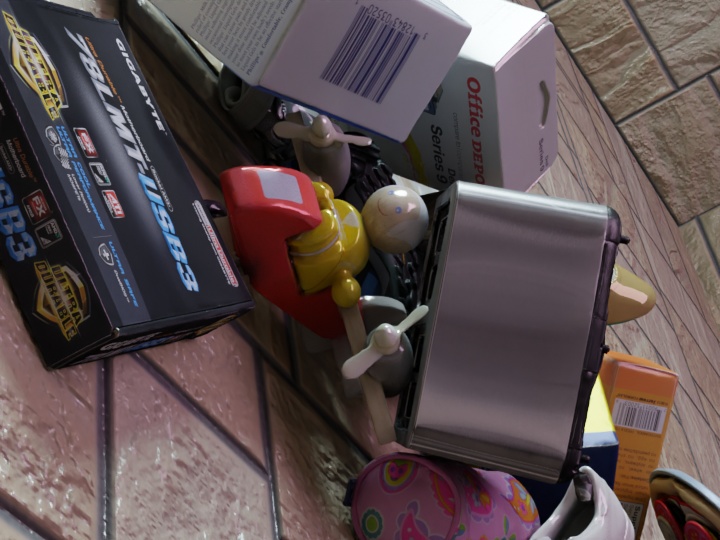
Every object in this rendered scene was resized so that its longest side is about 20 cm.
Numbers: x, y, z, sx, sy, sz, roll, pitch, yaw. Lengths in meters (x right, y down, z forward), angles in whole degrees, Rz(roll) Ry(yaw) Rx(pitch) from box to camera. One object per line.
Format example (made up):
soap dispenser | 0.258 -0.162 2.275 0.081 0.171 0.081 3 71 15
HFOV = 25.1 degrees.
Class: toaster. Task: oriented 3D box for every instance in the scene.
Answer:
toaster | 0.096 0.044 1.068 0.200 0.117 0.183 144 -44 -86

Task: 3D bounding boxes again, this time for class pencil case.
pencil case | 0.061 0.175 1.126 0.200 0.087 0.088 23 41 -65

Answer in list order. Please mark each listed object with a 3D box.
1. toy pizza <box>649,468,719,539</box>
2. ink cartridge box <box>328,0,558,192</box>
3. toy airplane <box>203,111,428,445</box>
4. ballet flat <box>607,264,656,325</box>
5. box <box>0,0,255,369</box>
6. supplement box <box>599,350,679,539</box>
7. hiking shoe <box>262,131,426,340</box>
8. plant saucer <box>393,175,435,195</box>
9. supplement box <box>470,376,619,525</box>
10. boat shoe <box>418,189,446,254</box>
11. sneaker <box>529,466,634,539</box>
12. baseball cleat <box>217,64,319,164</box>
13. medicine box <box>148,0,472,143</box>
toy pizza | 0.294 0.247 1.307 0.201 0.032 0.200 52 -11 14
ink cartridge box | 0.052 -0.150 1.285 0.088 0.198 0.146 -46 144 -33
toy airplane | -0.011 -0.003 1.073 0.201 0.140 0.199 59 16 -10
ballet flat | 0.147 0.008 1.330 0.069 0.197 0.064 -90 180 -50
box | -0.150 -0.052 0.894 0.202 0.049 0.198 65 17 5
supplement box | 0.213 0.175 1.398 0.068 0.202 0.067 13 5 -16
hiking shoe | 0.000 0.000 1.204 0.074 0.086 0.202 -25 97 -61
plant saucer | 0.028 -0.061 1.451 0.201 0.050 0.201 54 19 -27
supplement box | 0.137 0.113 1.340 0.201 0.108 0.110 -98 -174 -50
boat shoe | 0.053 -0.021 1.276 0.071 0.200 0.067 -33 106 -30
sneaker | 0.137 0.232 1.153 0.201 0.074 0.089 -66 146 -35
baseball cleat | -0.056 -0.095 1.249 0.106 0.070 0.201 3 55 -57
medicine box | -0.054 -0.198 1.139 0.200 0.104 0.181 41 15 33
